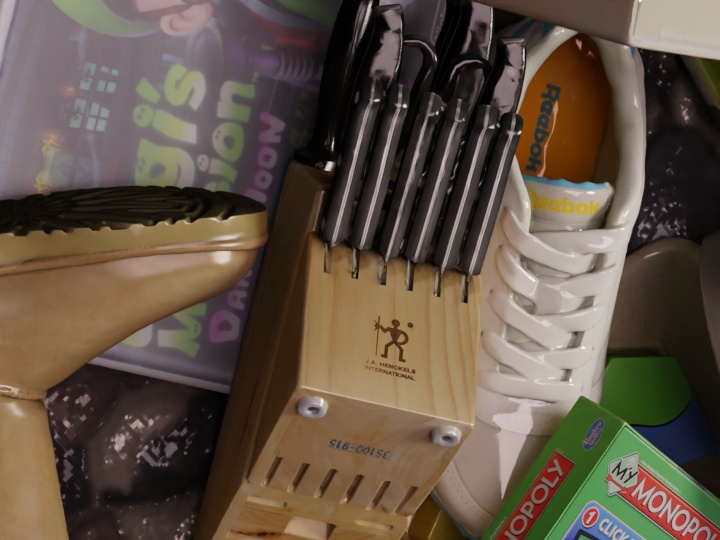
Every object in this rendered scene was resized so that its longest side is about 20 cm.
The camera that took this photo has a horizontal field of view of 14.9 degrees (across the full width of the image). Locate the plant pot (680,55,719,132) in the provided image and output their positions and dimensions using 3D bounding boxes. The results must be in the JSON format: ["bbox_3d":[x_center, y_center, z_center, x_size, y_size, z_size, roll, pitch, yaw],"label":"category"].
[{"bbox_3d":[0.200,-0.145,1.002,0.181,0.199,0.201,-33,107,-9],"label":"plant pot"}]

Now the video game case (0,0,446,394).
[{"bbox_3d":[-0.053,-0.059,0.997,0.181,0.023,0.202,13,90,-22],"label":"video game case"}]

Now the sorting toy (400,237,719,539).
[{"bbox_3d":[0.090,0.113,1.065,0.199,0.036,0.186,-32,106,-16],"label":"sorting toy"}]

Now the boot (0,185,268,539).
[{"bbox_3d":[-0.110,0.077,0.952,0.174,0.066,0.202,-7,105,-6],"label":"boot"}]

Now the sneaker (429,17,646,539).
[{"bbox_3d":[0.061,0.001,1.001,0.076,0.081,0.202,6,83,-10],"label":"sneaker"}]

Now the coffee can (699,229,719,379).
[{"bbox_3d":[0.243,0.023,1.010,0.199,0.146,0.147,-20,105,18],"label":"coffee can"}]

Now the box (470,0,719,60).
[{"bbox_3d":[0.056,-0.127,0.904,0.094,0.199,0.078,3,103,-40],"label":"box"}]

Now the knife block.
[{"bbox_3d":[0.000,0.000,0.976,0.063,0.200,0.177,13,53,-11],"label":"knife block"}]

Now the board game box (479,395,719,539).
[{"bbox_3d":[0.106,0.149,1.026,0.200,0.029,0.135,38,85,-40],"label":"board game box"}]
